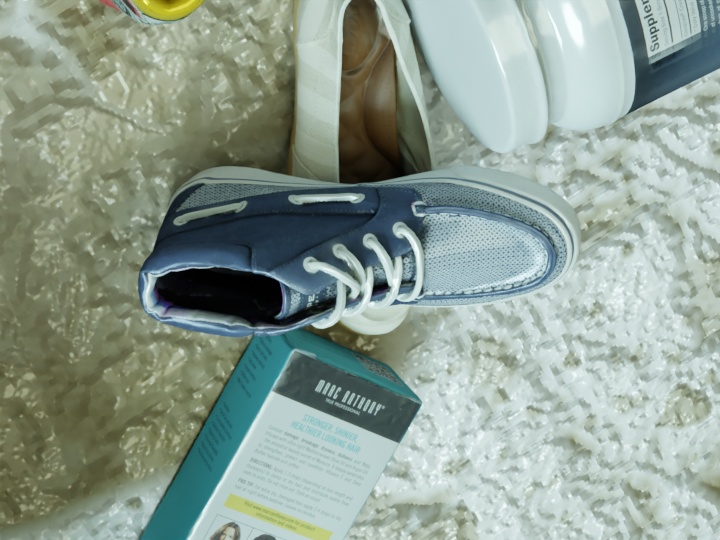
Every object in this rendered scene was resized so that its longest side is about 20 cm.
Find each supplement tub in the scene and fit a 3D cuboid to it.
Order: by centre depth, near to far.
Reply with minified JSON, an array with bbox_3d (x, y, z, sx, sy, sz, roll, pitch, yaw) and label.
[{"bbox_3d":[0.127,-0.152,0.967,0.200,0.140,0.140,-26,118,-10],"label":"supplement tub"}]

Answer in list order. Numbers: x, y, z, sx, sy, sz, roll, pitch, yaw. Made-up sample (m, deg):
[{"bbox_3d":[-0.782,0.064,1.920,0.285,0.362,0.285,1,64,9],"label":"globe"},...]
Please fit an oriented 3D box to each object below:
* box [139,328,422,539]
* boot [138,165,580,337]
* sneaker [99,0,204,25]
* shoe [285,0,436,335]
[{"bbox_3d":[-0.056,0.129,1.061,0.082,0.049,0.200,25,100,-29],"label":"box"},{"bbox_3d":[0.000,0.000,0.959,0.200,0.090,0.073,1,119,9],"label":"boot"},{"bbox_3d":[-0.088,-0.202,0.892,0.078,0.082,0.200,-13,114,-16],"label":"sneaker"},{"bbox_3d":[0.000,-0.054,1.006,0.070,0.053,0.200,-14,116,-16],"label":"shoe"}]
